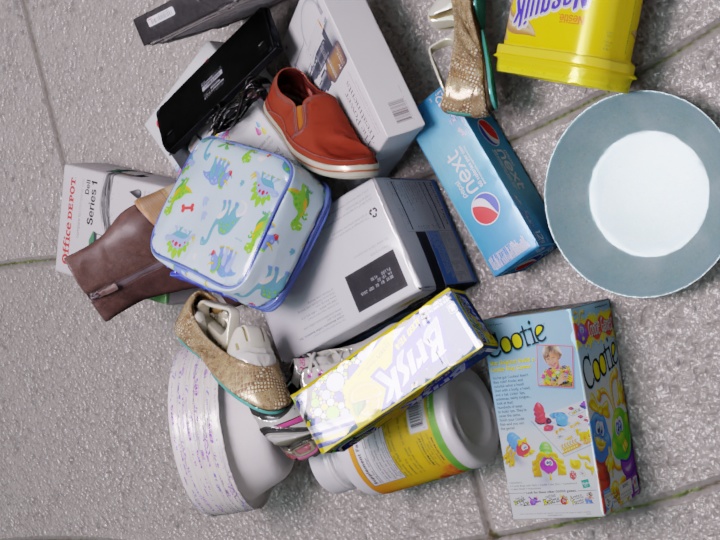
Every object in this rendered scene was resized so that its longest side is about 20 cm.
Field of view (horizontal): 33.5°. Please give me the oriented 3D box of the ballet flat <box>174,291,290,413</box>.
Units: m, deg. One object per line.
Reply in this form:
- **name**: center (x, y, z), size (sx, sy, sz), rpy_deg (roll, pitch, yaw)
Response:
- **ballet flat**: center (-0.135, 0.078, 1.261), size (0.199, 0.070, 0.066), rpy_deg (32, 113, 43)

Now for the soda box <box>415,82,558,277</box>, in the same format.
- **soda box**: center (0.130, -0.096, 1.257), size (0.064, 0.068, 0.201), rpy_deg (-36, 75, 32)

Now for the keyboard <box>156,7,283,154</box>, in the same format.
- **keyboard**: center (-0.154, -0.200, 1.362), size (0.200, 0.039, 0.105), rpy_deg (-38, 50, 29)

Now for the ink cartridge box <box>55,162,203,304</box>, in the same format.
- **ink cartridge box**: center (-0.288, -0.050, 1.521), size (0.198, 0.084, 0.148), rpy_deg (13, 101, 31)

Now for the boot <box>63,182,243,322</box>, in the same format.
- **boot**: center (-0.235, 0.006, 1.413), size (0.166, 0.201, 0.072), rpy_deg (-37, 38, -7)

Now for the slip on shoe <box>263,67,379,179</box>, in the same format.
- **slip on shoe**: center (-0.044, -0.154, 1.266), size (0.200, 0.073, 0.062), rpy_deg (49, 137, 44)

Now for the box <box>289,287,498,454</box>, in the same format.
- **box**: center (0.034, 0.101, 1.189), size (0.199, 0.064, 0.070), rpy_deg (-35, 74, 15)

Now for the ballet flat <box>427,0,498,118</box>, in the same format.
- **ballet flat**: center (0.100, -0.246, 1.228), size (0.065, 0.071, 0.202), rpy_deg (-8, 63, 13)

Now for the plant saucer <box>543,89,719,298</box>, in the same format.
- **plant saucer**: center (0.279, -0.075, 1.180), size (0.199, 0.039, 0.203), rpy_deg (3, 95, 33)

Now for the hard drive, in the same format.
- **hard drive**: center (-0.141, -0.303, 1.336), size (0.139, 0.200, 0.038), rpy_deg (-17, 101, 32)

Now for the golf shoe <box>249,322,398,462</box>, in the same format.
- **golf shoe**: center (-0.028, 0.118, 1.273), size (0.200, 0.092, 0.073), rpy_deg (-40, 28, 10)

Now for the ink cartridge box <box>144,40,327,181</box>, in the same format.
- **ink cartridge box**: center (-0.145, -0.149, 1.421), size (0.146, 0.083, 0.201), rpy_deg (-46, 70, 27)

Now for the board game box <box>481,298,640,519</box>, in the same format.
- **board game box**: center (0.203, 0.138, 1.210), size (0.104, 0.103, 0.202), rpy_deg (-9, 90, 34)

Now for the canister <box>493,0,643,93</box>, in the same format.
- **canister**: center (0.213, -0.283, 1.161), size (0.148, 0.086, 0.202), rpy_deg (22, 105, 53)

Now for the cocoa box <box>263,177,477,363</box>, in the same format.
- **cocoa box**: center (0.000, 0.000, 1.311), size (0.199, 0.131, 0.134), rpy_deg (-30, 77, 31)

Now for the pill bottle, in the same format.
- **pill bottle**: center (0.042, 0.182, 1.313), size (0.199, 0.111, 0.112), rpy_deg (-22, 82, 32)

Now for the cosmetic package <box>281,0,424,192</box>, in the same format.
- **cosmetic package**: center (-0.013, -0.205, 1.304), size (0.201, 0.051, 0.151), rpy_deg (65, 159, 12)

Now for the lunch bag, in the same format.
- **lunch bag**: center (-0.132, -0.050, 1.279), size (0.199, 0.082, 0.162), rpy_deg (20, 83, 48)

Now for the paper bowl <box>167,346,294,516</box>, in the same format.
- **paper bowl**: center (-0.139, 0.176, 1.379), size (0.103, 0.201, 0.203), rpy_deg (-9, 89, 11)
